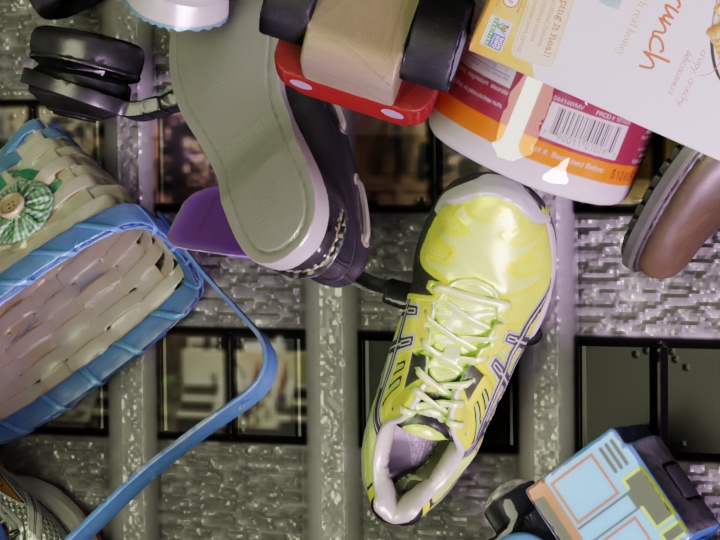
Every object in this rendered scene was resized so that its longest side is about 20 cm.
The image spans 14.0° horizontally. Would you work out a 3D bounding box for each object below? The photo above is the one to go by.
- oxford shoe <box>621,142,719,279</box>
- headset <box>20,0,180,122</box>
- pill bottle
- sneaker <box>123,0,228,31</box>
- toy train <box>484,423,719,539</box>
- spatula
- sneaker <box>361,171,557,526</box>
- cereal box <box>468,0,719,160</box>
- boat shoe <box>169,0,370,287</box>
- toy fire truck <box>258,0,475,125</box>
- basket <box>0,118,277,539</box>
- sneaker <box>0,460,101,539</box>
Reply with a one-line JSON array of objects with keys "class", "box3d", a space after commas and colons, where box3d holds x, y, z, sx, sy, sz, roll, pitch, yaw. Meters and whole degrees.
[{"class": "oxford shoe", "box3d": [0.208, -0.055, 1.420, 0.200, 0.073, 0.085, -44, 78, 22]}, {"class": "headset", "box3d": [-0.152, -0.138, 1.606, 0.199, 0.094, 0.124, -9, 85, 11]}, {"class": "pill bottle", "box3d": [0.116, -0.142, 1.437, 0.109, 0.109, 0.201, 27, 103, 22]}, {"class": "sneaker", "box3d": [-0.123, -0.213, 1.517, 0.200, 0.076, 0.081, 46, 133, 27]}, {"class": "toy train", "box3d": [0.144, 0.176, 1.458, 0.114, 0.087, 0.201, -38, 77, 17]}, {"class": "spatula", "box3d": [0.000, 0.000, 1.518, 0.199, 0.057, 0.021, 22, 131, 0]}, {"class": "sneaker", "box3d": [0.050, 0.044, 1.468, 0.075, 0.077, 0.201, 14, 122, -1]}, {"class": "cereal box", "box3d": [0.168, -0.129, 1.358, 0.199, 0.040, 0.145, 23, 97, 0]}, {"class": "boat shoe", "box3d": [-0.043, -0.078, 1.506, 0.074, 0.060, 0.201, -37, 52, 21]}, {"class": "toy fire truck", "box3d": [0.007, -0.158, 1.457, 0.128, 0.200, 0.177, 17, 77, 5]}, {"class": "basket", "box3d": [-0.159, 0.037, 1.554, 0.176, 0.139, 0.200, -40, 67, 1]}, {"class": "sneaker", "box3d": [-0.221, 0.137, 1.635, 0.200, 0.082, 0.078, 42, 109, 17]}]
